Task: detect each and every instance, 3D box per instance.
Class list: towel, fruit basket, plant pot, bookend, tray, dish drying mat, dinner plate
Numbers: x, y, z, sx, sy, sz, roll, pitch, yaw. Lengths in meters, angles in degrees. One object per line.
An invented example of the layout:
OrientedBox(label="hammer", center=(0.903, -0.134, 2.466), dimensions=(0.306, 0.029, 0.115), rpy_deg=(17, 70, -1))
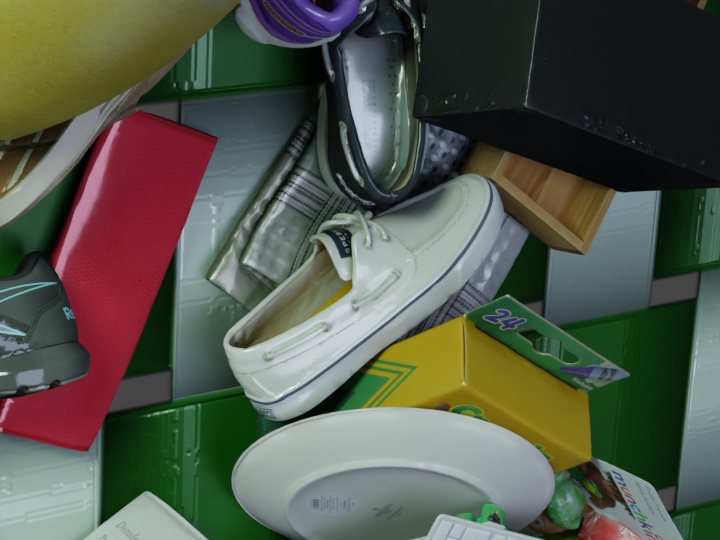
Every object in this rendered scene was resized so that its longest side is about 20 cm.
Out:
OrientedBox(label="towel", center=(0.021, -0.025, 1.326), dimensions=(0.192, 0.034, 0.201), rpy_deg=(37, 84, -39))
OrientedBox(label="fruit basket", center=(0.146, 0.174, 1.384), dimensions=(0.094, 0.200, 0.186), rpy_deg=(-42, 127, -16))
OrientedBox(label="plant pot", center=(-0.171, -0.151, 1.060), dimensions=(0.199, 0.200, 0.142), rpy_deg=(18, 122, -39))
OrientedBox(label="bookend", center=(0.141, -0.166, 1.270), dimensions=(0.198, 0.092, 0.201), rpy_deg=(14, 80, -43))
OrientedBox(label="tray", center=(0.146, -0.122, 1.359), dimensions=(0.099, 0.037, 0.201), rpy_deg=(36, 74, -36))
OrientedBox(label="dish drying mat", center=(-0.150, 0.005, 1.224), dimensions=(0.077, 0.018, 0.201), rpy_deg=(19, 95, -38))
OrientedBox(label="dinner plate", center=(0.020, 0.140, 1.301), dimensions=(0.200, 0.200, 0.024), rpy_deg=(34, 45, -39))

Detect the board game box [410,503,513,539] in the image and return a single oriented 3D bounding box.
OrientedBox(label="board game box", center=(0.040, 0.235, 1.359), dimensions=(0.200, 0.199, 0.026), rpy_deg=(56, 29, -36))

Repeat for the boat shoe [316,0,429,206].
OrientedBox(label="boat shoe", center=(0.009, -0.138, 1.240), dimensions=(0.075, 0.060, 0.201), rpy_deg=(-11, 101, -21))

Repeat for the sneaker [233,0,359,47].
OrientedBox(label="sneaker", center=(-0.046, -0.221, 1.161), dimensions=(0.080, 0.083, 0.201), rpy_deg=(-32, 109, -31))

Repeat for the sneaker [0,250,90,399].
OrientedBox(label="sneaker", center=(-0.247, 0.040, 1.145), dimensions=(0.199, 0.075, 0.080), rpy_deg=(-10, 88, -31))

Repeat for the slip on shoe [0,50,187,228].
OrientedBox(label="slip on shoe", center=(-0.147, -0.099, 1.158), dimensions=(0.201, 0.076, 0.061), rpy_deg=(-58, 141, -12))

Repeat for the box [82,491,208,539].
OrientedBox(label="box", center=(-0.091, 0.272, 1.249), dimensions=(0.130, 0.200, 0.200), rpy_deg=(-37, 124, -17))

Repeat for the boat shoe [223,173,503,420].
OrientedBox(label="boat shoe", center=(0.000, 0.000, 1.266), dimensions=(0.200, 0.071, 0.070), rpy_deg=(-40, 125, -11))

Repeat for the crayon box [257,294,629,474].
OrientedBox(label="crayon box", center=(0.050, 0.093, 1.294), dimensions=(0.126, 0.199, 0.052), rpy_deg=(31, 46, -39))

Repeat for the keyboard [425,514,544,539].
OrientedBox(label="keyboard", center=(0.122, 0.191, 1.283), dimensions=(0.199, 0.011, 0.056), rpy_deg=(17, 121, -23))
